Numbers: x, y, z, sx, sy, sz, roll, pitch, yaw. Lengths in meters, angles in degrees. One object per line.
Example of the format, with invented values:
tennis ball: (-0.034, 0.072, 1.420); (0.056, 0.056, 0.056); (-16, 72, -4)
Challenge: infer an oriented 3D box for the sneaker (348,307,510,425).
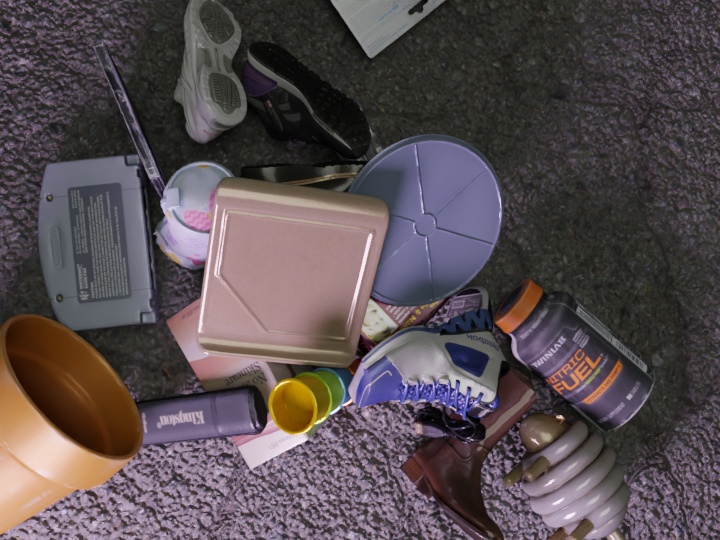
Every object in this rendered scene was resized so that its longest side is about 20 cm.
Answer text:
sneaker: (0.095, 0.121, 0.963); (0.197, 0.081, 0.116); (-18, 60, -28)

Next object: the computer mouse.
computer mouse: (0.130, 0.116, 1.071); (0.044, 0.109, 0.203); (31, 65, -31)

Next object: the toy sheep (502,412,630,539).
toy sheep: (0.262, 0.264, 1.060); (0.137, 0.138, 0.202); (-33, 87, -10)

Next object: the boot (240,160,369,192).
boot: (-0.035, -0.052, 0.977); (0.196, 0.077, 0.141); (-4, 100, -12)

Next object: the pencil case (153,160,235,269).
pencil case: (-0.186, -0.060, 0.985); (0.089, 0.200, 0.085); (12, 77, -14)

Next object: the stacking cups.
stacking cups: (-0.029, 0.135, 0.986); (0.059, 0.199, 0.062); (2, 95, 25)

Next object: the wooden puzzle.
wooden puzzle: (-0.076, 0.004, 0.924); (0.181, 0.037, 0.203); (6, 116, -13)

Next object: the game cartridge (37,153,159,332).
game cartridge: (-0.316, -0.032, 1.032); (0.130, 0.042, 0.204); (-5, 90, 4)

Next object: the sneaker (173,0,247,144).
sneaker: (-0.198, -0.247, 1.058); (0.077, 0.099, 0.204); (16, 56, -38)

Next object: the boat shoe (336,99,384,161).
boat shoe: (0.028, -0.123, 1.089); (0.067, 0.072, 0.202); (-32, 84, -8)

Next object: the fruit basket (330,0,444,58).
fruit basket: (0.023, -0.410, 1.112); (0.185, 0.094, 0.201); (-40, 107, -9)

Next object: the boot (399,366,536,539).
boot: (0.162, 0.211, 1.036); (0.200, 0.186, 0.064); (-46, 133, -9)

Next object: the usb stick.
usb stick: (-0.191, 0.169, 0.992); (0.197, 0.032, 0.057); (-11, 97, 29)

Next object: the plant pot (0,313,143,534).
plant pot: (-0.374, 0.184, 0.947); (0.183, 0.200, 0.201); (-41, 92, 7)

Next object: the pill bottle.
pill bottle: (0.263, 0.100, 1.085); (0.199, 0.106, 0.107); (39, 81, -3)

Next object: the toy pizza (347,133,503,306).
toy pizza: (0.068, -0.056, 0.967); (0.196, 0.032, 0.204); (-7, 115, -15)

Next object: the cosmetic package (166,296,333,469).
cosmetic package: (-0.127, 0.114, 1.015); (0.103, 0.087, 0.202); (-32, 90, 26)

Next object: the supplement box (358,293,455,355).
supplement box: (0.000, 0.000, 1.054); (0.131, 0.103, 0.200); (-44, 92, -10)

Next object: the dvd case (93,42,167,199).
dvd case: (-0.251, -0.156, 0.979); (0.016, 0.200, 0.151); (-23, 89, -9)

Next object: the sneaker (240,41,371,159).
sneaker: (-0.070, -0.188, 1.056); (0.200, 0.088, 0.075); (44, 40, 19)
